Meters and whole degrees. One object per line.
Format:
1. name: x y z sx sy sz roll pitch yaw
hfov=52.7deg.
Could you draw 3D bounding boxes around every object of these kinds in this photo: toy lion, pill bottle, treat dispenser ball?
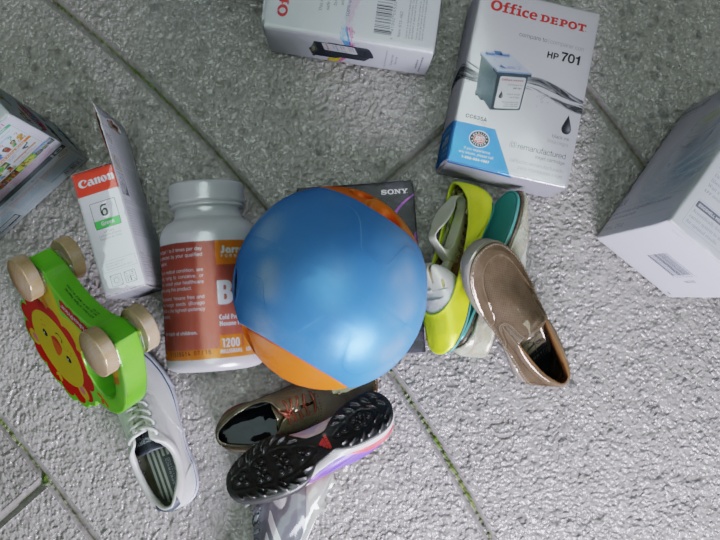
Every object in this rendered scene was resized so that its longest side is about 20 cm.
1. toy lion: -0.296 0.078 0.770 0.199 0.194 0.068 36 46 24
2. pill bottle: -0.166 0.007 0.811 0.109 0.112 0.205 -4 88 -2
3. treat dispenser ball: -0.030 0.017 0.736 0.196 0.201 0.206 0 88 -1

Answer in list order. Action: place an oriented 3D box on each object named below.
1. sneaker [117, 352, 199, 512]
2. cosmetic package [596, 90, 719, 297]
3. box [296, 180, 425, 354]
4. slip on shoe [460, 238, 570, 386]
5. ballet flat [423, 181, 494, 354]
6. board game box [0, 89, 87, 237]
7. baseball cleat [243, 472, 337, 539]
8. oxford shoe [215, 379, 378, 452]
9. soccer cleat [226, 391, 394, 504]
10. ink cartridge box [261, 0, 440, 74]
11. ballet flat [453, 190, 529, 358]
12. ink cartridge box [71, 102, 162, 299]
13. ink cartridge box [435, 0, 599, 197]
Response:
1. sneaker: -0.238 0.174 0.823 0.072 0.071 0.203 -27 88 -2
2. cosmetic package: 0.388 -0.088 0.786 0.122 0.199 0.201 38 87 0
3. box: 0.000 0.000 0.855 0.140 0.036 0.205 -5 87 -2
4. slip on shoe: 0.175 0.052 0.801 0.076 0.060 0.202 -36 117 -17
5. ballet flat: 0.098 -0.009 0.829 0.066 0.066 0.204 29 72 -35
6. board game box: -0.395 -0.111 0.766 0.147 0.200 0.064 -44 89 -3
7. baseball cleat: -0.105 0.301 0.831 0.105 0.070 0.203 25 77 5
8. oxford shoe: -0.070 0.161 0.826 0.197 0.075 0.072 -23 86 -3
9. soccer cleat: -0.050 0.204 0.800 0.197 0.074 0.069 -26 58 -13
10. ink cartridge box: -0.006 -0.324 0.843 0.195 0.083 0.149 8 87 -1
11. ballet flat: 0.158 0.007 0.855 0.062 0.067 0.203 23 91 -28
12. ink cartridge box: -0.274 -0.072 0.813 0.049 0.109 0.204 -17 88 -2
13. ink cartridge box: 0.179 -0.202 0.843 0.143 0.086 0.205 12 89 -1
